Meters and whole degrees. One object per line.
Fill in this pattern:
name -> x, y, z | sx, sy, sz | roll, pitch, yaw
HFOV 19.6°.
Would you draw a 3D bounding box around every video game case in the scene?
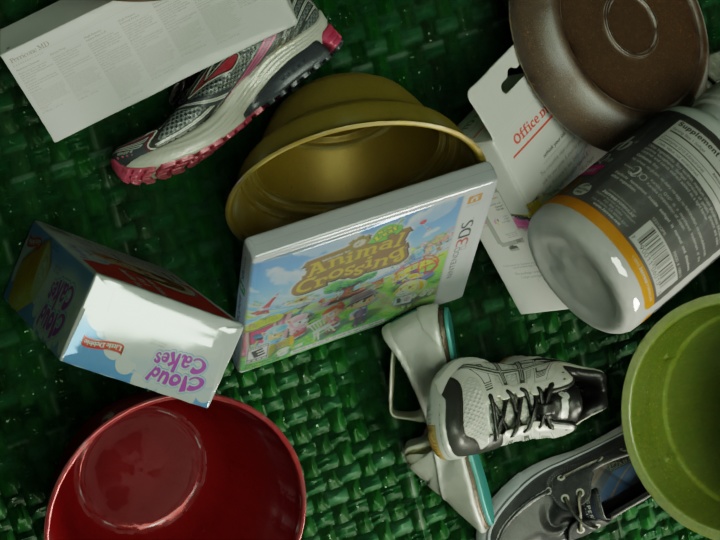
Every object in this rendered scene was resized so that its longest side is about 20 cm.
video game case -> 0.000, 0.000, 1.595 | 0.200, 0.182, 0.022 | -18, 64, -17

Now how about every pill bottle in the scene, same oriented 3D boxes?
pill bottle -> 0.233, -0.052, 1.587 | 0.200, 0.116, 0.117 | -38, 112, -20

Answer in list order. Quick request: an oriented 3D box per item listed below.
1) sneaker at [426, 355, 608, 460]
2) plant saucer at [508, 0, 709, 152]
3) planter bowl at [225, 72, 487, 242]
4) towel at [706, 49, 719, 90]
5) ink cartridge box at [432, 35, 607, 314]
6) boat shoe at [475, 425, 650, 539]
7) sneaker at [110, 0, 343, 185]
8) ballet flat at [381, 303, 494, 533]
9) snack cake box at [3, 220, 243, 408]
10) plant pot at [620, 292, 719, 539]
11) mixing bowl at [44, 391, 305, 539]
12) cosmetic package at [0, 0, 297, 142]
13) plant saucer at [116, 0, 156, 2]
sneaker -> 0.127, 0.101, 1.650 | 0.200, 0.088, 0.076 | -17, 103, -55
plant saucer -> 0.206, -0.190, 1.650 | 0.200, 0.032, 0.201 | 10, 72, -32
planter bowl -> -0.010, -0.092, 1.582 | 0.200, 0.200, 0.084 | -1, 62, -21
towel -> 0.377, -0.133, 1.705 | 0.200, 0.193, 0.035 | -21, 148, -15
ink cartridge box -> 0.135, -0.080, 1.651 | 0.116, 0.067, 0.200 | -46, 117, -38
boat shoe -> 0.192, 0.190, 1.753 | 0.200, 0.066, 0.070 | -25, 109, -15
sneaker -> -0.109, -0.136, 1.567 | 0.200, 0.081, 0.075 | -41, 95, -16
ballet flat -> 0.059, 0.122, 1.694 | 0.069, 0.069, 0.200 | -19, 109, -17
snack cake box -> -0.174, 0.029, 1.502 | 0.115, 0.200, 0.067 | 22, 93, -23
plant pot -> 0.346, 0.111, 1.721 | 0.190, 0.200, 0.201 | -7, 107, -57
mixing bowl -> -0.153, 0.168, 1.579 | 0.200, 0.108, 0.201 | -7, 110, -20
cosmetic package -> -0.154, -0.177, 1.511 | 0.200, 0.051, 0.083 | -25, 124, 5
plant saucer -> -0.124, -0.251, 1.474 | 0.200, 0.200, 0.037 | -38, 131, -10
